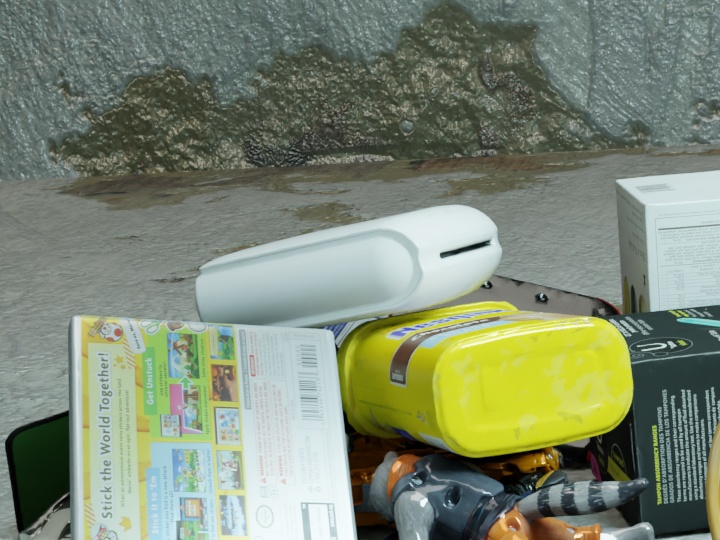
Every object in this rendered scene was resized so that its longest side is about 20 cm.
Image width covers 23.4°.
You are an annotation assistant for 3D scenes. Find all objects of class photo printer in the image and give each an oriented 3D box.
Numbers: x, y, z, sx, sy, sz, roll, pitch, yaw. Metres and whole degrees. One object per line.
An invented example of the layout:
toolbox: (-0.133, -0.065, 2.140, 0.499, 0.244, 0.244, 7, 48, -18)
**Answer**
photo printer: (0.000, 0.000, 1.286, 0.198, 0.070, 0.166, -12, 1, 27)

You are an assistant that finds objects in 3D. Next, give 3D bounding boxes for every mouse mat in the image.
mouse mat: (-0.156, 0.124, 1.247, 0.198, 0.162, 0.008, -20, 59, -20)

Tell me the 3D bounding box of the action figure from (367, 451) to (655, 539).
action figure: (0.096, 0.154, 1.114, 0.192, 0.106, 0.200, 12, 19, 26)

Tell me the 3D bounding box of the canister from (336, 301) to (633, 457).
canister: (0.081, 0.072, 1.183, 0.147, 0.088, 0.200, -8, 3, -17)

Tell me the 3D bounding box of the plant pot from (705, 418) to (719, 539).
plant pot: (0.310, 0.125, 0.985, 0.198, 0.203, 0.183, 0, -5, 21)

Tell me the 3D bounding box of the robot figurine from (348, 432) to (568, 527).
robot figurine: (0.055, 0.145, 1.280, 0.198, 0.059, 0.145, -7, 12, -11)

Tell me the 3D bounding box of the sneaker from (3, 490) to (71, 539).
sneaker: (-0.185, 0.198, 1.102, 0.088, 0.075, 0.199, 14, 25, 31)

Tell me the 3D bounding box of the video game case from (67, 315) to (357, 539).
video game case: (-0.096, 0.121, 1.115, 0.180, 0.202, 0.023, 4, -35, -16)

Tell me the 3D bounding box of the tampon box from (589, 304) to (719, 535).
tampon box: (0.273, 0.099, 1.246, 0.198, 0.128, 0.150, -6, 10, -4)

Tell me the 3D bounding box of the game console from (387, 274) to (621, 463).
game console: (0.111, 0.073, 1.426, 0.198, 0.031, 0.178, 12, 46, 11)

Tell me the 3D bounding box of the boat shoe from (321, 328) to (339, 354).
boat shoe: (-0.098, 0.097, 1.344, 0.200, 0.072, 0.061, -21, 62, -34)

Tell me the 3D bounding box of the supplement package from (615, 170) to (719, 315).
supplement package: (0.294, 0.029, 1.402, 0.149, 0.202, 0.152, -5, 10, 0)

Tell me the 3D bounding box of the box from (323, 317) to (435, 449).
box: (0.018, 0.092, 1.437, 0.198, 0.033, 0.121, 18, 42, 18)

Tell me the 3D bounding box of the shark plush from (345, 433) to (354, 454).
shark plush: (-0.086, 0.116, 1.203, 0.083, 0.092, 0.199, -24, 2, 39)
